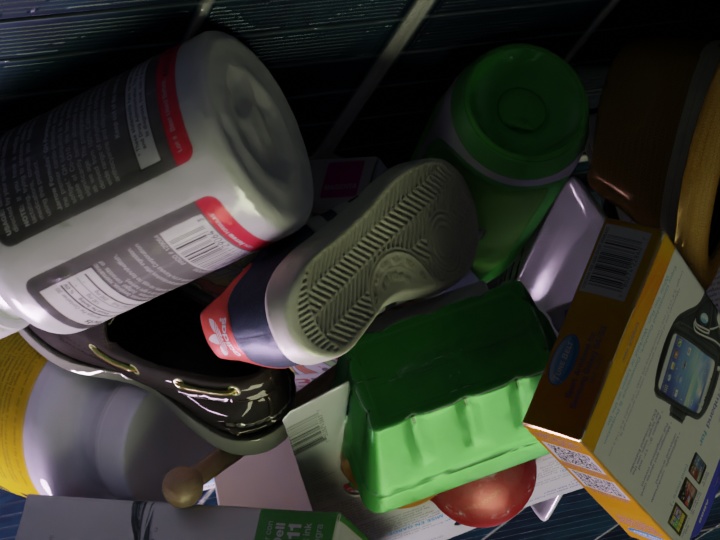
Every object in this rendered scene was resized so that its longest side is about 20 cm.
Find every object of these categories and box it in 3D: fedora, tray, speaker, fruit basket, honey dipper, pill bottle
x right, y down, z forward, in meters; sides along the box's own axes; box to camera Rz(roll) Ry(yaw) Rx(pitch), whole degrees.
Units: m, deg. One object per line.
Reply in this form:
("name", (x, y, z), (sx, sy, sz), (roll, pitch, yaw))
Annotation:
("fedora", (0.179, -0.077, 1.191), (0.081, 0.203, 0.201), (13, 169, 16))
("tray", (0.125, 0.048, 1.256), (0.022, 0.108, 0.201), (-10, 141, -32))
("speaker", (0.074, -0.057, 1.237), (0.088, 0.089, 0.200), (-12, 161, -14))
("fruit basket", (0.055, 0.092, 1.171), (0.184, 0.094, 0.201), (-20, 151, -3))
("honey dipper", (-0.033, 0.074, 1.170), (0.199, 0.038, 0.038), (-34, 174, -34))
("pill bottle", (-0.133, -0.034, 1.076), (0.199, 0.112, 0.111), (-24, 161, 21))
("pill bottle", (-0.181, 0.081, 1.242), (0.199, 0.113, 0.112), (12, -176, 39))

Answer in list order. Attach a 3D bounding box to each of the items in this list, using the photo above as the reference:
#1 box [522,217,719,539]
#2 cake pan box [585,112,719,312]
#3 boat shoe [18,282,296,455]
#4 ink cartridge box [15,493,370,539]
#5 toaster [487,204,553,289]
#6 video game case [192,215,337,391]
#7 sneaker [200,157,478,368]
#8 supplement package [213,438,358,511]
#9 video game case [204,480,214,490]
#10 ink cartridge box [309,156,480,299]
("box", (0.157, 0.070, 1.126), (0.041, 0.120, 0.200), (15, 162, 30))
("cake pan box", (0.250, -0.032, 1.305), (0.198, 0.186, 0.052), (-17, 163, -1))
("boat shoe", (-0.120, 0.028, 1.151), (0.072, 0.200, 0.061), (-48, 151, -31))
("ink cartridge box", (-0.083, 0.190, 1.179), (0.198, 0.084, 0.147), (1, 157, 22))
("toaster", (0.111, 0.034, 1.403), (0.129, 0.114, 0.200), (-41, -169, 40))
("video game case", (-0.078, 0.022, 1.256), (0.180, 0.023, 0.200), (-5, 148, 25))
("sneaker", (-0.012, -0.005, 1.110), (0.084, 0.076, 0.200), (-12, -169, 37))
("supplement package", (-0.024, 0.157, 1.356), (0.120, 0.201, 0.120), (-17, 138, 2))
("video game case", (-0.124, 0.133, 1.686), (0.179, 0.046, 0.200), (-14, 162, -11))
("ink cartridge box", (0.000, 0.000, 1.256), (0.118, 0.042, 0.200), (-1, 148, 30))
